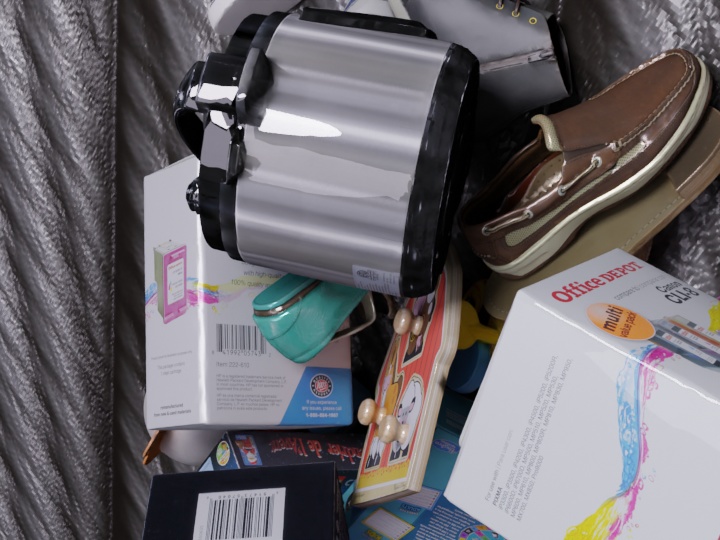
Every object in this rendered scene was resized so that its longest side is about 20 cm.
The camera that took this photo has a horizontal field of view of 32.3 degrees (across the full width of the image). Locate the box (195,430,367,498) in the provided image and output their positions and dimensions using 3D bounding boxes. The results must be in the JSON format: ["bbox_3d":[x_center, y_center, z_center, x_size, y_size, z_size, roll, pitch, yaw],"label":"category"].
[{"bbox_3d":[-0.054,0.191,1.047,0.137,0.198,0.038,-53,47,33],"label":"box"}]

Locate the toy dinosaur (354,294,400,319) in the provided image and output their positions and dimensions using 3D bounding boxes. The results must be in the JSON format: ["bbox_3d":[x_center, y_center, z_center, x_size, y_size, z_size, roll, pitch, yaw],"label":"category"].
[{"bbox_3d":[-0.005,-0.010,1.048,0.198,0.058,0.102,-1,88,32],"label":"toy dinosaur"}]

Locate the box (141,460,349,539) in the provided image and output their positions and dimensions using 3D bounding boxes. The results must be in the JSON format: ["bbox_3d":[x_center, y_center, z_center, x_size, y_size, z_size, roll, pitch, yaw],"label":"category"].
[{"bbox_3d":[-0.078,0.254,0.958,0.146,0.105,0.201,-5,130,4],"label":"box"}]

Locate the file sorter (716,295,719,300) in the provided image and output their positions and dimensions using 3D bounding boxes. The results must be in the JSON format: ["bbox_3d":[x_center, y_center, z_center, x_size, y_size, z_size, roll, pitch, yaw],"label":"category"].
[{"bbox_3d":[0.250,0.082,0.832,0.199,0.139,0.127,-17,93,37],"label":"file sorter"}]

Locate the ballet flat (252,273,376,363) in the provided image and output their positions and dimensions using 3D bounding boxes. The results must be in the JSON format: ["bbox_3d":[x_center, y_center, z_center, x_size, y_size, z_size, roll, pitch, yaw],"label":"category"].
[{"bbox_3d":[0.000,0.000,0.947,0.067,0.200,0.071,5,129,50],"label":"ballet flat"}]

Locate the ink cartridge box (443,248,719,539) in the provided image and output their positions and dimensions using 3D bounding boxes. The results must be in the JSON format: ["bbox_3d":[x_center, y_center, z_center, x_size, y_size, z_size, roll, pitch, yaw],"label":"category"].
[{"bbox_3d":[0.178,0.101,0.714,0.199,0.145,0.146,29,116,27],"label":"ink cartridge box"}]

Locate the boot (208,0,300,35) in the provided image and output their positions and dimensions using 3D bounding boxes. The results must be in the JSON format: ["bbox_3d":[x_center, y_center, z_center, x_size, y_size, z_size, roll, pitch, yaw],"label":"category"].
[{"bbox_3d":[-0.062,-0.279,0.992,0.199,0.072,0.091,-36,72,32],"label":"boot"}]

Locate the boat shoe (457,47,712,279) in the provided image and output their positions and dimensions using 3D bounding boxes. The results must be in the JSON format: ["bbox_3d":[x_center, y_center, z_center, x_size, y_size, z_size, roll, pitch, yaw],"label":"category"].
[{"bbox_3d":[0.149,-0.080,0.850,0.202,0.075,0.075,-46,38,11],"label":"boat shoe"}]

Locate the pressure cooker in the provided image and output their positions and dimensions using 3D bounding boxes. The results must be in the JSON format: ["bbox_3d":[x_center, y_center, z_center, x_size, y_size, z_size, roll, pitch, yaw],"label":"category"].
[{"bbox_3d":[-0.028,-0.082,0.838,0.198,0.179,0.178,11,122,9],"label":"pressure cooker"}]

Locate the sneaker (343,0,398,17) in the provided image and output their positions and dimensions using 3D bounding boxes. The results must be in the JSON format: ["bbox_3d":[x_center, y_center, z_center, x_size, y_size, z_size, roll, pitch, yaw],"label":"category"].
[{"bbox_3d":[-0.003,-0.138,0.990,0.074,0.089,0.201,17,143,-8],"label":"sneaker"}]

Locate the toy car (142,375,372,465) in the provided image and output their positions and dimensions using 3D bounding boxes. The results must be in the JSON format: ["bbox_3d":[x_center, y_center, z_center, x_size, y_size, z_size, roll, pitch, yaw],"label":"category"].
[{"bbox_3d":[-0.129,0.123,1.074,0.184,0.199,0.178,43,124,17],"label":"toy car"}]

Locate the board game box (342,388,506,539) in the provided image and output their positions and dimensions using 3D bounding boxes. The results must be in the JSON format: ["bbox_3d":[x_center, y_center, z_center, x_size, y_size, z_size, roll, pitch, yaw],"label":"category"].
[{"bbox_3d":[0.072,0.197,1.004,0.150,0.047,0.200,27,126,-15],"label":"board game box"}]

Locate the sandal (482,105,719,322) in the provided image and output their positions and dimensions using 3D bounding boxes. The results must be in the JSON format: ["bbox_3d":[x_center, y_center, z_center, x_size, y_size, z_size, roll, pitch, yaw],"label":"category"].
[{"bbox_3d":[0.189,-0.021,0.884,0.211,0.069,0.078,-43,41,15],"label":"sandal"}]

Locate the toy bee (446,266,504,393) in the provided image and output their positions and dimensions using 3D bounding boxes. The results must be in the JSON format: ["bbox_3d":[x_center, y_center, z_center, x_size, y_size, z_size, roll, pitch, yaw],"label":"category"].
[{"bbox_3d":[0.101,0.046,0.948,0.199,0.130,0.110,22,92,40],"label":"toy bee"}]

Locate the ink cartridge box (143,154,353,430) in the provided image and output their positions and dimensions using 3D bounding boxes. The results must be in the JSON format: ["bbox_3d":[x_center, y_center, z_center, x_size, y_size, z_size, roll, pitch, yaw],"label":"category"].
[{"bbox_3d":[-0.087,0.021,0.967,0.084,0.143,0.203,-11,77,48],"label":"ink cartridge box"}]

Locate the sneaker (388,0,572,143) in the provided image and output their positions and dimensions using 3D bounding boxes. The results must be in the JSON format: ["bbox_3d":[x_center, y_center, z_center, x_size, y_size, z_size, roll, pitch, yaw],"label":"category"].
[{"bbox_3d":[0.083,-0.201,0.914,0.105,0.075,0.202,-20,92,25],"label":"sneaker"}]

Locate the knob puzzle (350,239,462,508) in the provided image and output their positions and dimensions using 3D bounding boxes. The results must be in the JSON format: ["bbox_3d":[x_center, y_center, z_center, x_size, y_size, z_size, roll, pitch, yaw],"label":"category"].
[{"bbox_3d":[0.030,0.067,0.914,0.030,0.220,0.221,16,119,-8],"label":"knob puzzle"}]
